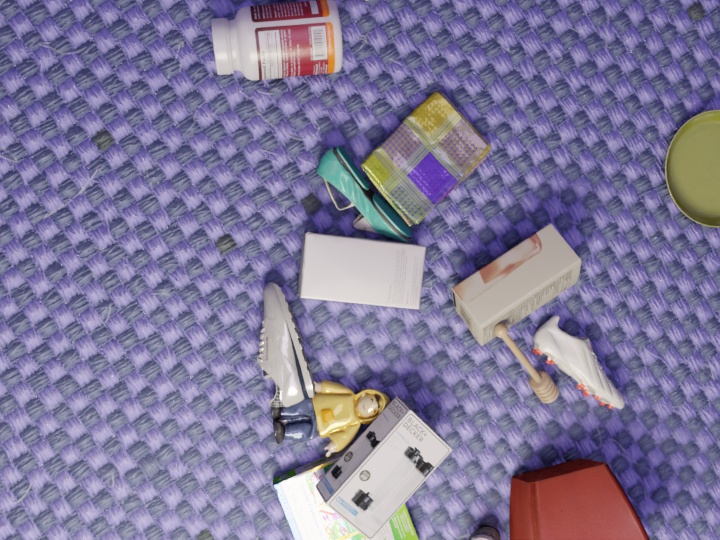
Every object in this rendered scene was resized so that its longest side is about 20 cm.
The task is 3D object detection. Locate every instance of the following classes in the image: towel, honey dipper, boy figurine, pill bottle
[{"bbox_3d":[0.110,-0.188,1.417,0.200,0.023,0.144,-43,98,-13],"label":"towel"},{"bbox_3d":[0.274,0.152,1.415,0.038,0.038,0.200,-42,126,-4],"label":"honey dipper"},{"bbox_3d":[-0.046,0.241,1.404,0.197,0.065,0.126,-7,70,-3],"label":"boy figurine"},{"bbox_3d":[-0.132,-0.362,1.348,0.197,0.113,0.115,-6,94,-7],"label":"pill bottle"}]

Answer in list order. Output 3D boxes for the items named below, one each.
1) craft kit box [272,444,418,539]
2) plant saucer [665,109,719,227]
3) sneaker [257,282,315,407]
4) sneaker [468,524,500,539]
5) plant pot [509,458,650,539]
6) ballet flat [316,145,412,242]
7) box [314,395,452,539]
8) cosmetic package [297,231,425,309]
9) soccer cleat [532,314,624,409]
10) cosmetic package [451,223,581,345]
[{"bbox_3d":[-0.023,0.406,1.434,0.195,0.049,0.202,-21,95,-3],"label":"craft kit box"},{"bbox_3d":[0.619,-0.177,1.491,0.197,0.031,0.203,0,92,-7],"label":"plant saucer"},{"bbox_3d":[-0.134,0.118,1.378,0.079,0.076,0.202,-17,77,2],"label":"sneaker"},{"bbox_3d":[0.202,0.518,1.452,0.073,0.087,0.202,15,113,18],"label":"sneaker"},{"bbox_3d":[0.348,0.417,1.415,0.197,0.200,0.179,-12,81,-6],"label":"plant pot"},{"bbox_3d":[0.000,-0.112,1.408,0.070,0.067,0.200,-38,97,21],"label":"ballet flat"},{"bbox_3d":[0.037,0.317,1.372,0.200,0.060,0.117,-46,114,-4],"label":"box"},{"bbox_3d":[0.000,0.000,1.395,0.197,0.085,0.109,7,91,-7],"label":"cosmetic package"},{"bbox_3d":[0.385,0.160,1.462,0.199,0.069,0.078,39,85,-4],"label":"soccer cleat"},{"bbox_3d":[0.256,0.024,1.408,0.199,0.104,0.088,-32,65,-6],"label":"cosmetic package"}]
